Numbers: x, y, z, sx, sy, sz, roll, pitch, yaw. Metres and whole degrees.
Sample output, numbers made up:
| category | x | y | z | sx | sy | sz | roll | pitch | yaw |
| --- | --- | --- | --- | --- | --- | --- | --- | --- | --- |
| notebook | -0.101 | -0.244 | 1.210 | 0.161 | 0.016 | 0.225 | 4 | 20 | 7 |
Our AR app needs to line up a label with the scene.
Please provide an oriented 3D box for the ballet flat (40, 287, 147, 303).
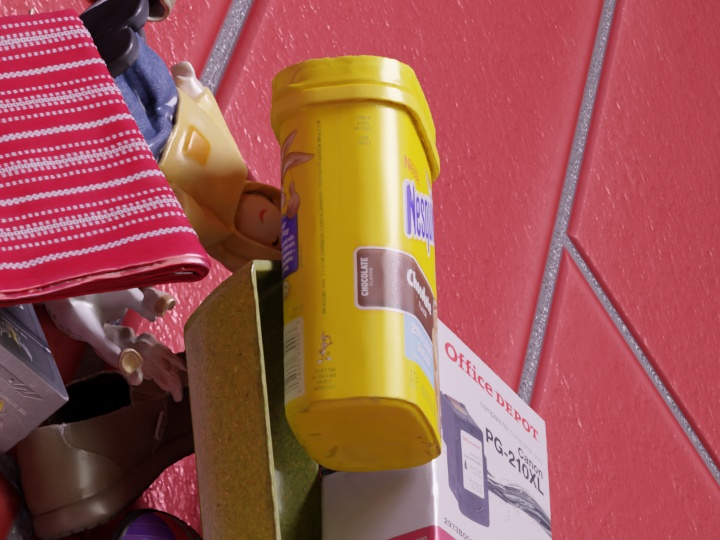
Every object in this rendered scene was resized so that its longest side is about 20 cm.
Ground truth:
| category | x | y | z | sx | sy | sz | roll | pitch | yaw |
| --- | --- | --- | --- | --- | --- | --- | --- | --- | --- |
| ballet flat | -0.150 | -0.012 | 1.752 | 0.200 | 0.067 | 0.064 | -12 | 108 | -64 |

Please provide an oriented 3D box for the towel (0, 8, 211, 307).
| category | x | y | z | sx | sy | sz | roll | pitch | yaw |
| --- | --- | --- | --- | --- | --- | --- | --- | --- | --- |
| towel | -0.175 | -0.061 | 1.529 | 0.144 | 0.023 | 0.200 | -8 | 51 | -29 |

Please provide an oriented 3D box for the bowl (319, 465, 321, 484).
| category | x | y | z | sx | sy | sz | roll | pitch | yaw |
| --- | --- | --- | --- | --- | --- | --- | --- | --- | --- |
| bowl | -0.011 | 0.133 | 1.870 | 0.201 | 0.094 | 0.202 | 45 | 34 | -41 |

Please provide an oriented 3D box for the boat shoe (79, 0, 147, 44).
| category | x | y | z | sx | sy | sz | roll | pitch | yaw |
| --- | --- | --- | --- | --- | --- | --- | --- | --- | --- |
| boat shoe | -0.167 | -0.108 | 1.752 | 0.200 | 0.072 | 0.065 | -71 | 174 | -64 |

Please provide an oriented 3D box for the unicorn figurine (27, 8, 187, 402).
| category | x | y | z | sx | sy | sz | roll | pitch | yaw |
| --- | --- | --- | --- | --- | --- | --- | --- | --- | --- |
| unicorn figurine | -0.162 | -0.022 | 1.597 | 0.137 | 0.074 | 0.201 | 33 | -40 | 57 |

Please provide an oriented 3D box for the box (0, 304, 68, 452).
| category | x | y | z | sx | sy | sz | roll | pitch | yaw |
| --- | --- | --- | --- | --- | --- | --- | --- | --- | --- |
| box | -0.245 | -0.016 | 1.522 | 0.200 | 0.048 | 0.159 | 44 | 13 | -42 |

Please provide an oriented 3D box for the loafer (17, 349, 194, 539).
| category | x | y | z | sx | sy | sz | roll | pitch | yaw |
| --- | --- | --- | --- | --- | --- | --- | --- | --- | --- |
| loafer | -0.134 | 0.085 | 1.689 | 0.068 | 0.076 | 0.200 | 68 | 25 | -13 |

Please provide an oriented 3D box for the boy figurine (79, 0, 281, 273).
| category | x | y | z | sx | sy | sz | roll | pitch | yaw |
| --- | --- | --- | --- | --- | --- | --- | --- | --- | --- |
| boy figurine | -0.100 | -0.061 | 1.709 | 0.200 | 0.064 | 0.125 | 52 | 31 | -30 |

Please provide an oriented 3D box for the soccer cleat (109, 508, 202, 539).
| category | x | y | z | sx | sy | sz | roll | pitch | yaw |
| --- | --- | --- | --- | --- | --- | --- | --- | --- | --- |
| soccer cleat | -0.077 | 0.201 | 1.666 | 0.068 | 0.073 | 0.200 | -57 | 139 | -22 |

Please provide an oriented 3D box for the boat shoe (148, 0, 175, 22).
| category | x | y | z | sx | sy | sz | roll | pitch | yaw |
| --- | --- | --- | --- | --- | --- | --- | --- | --- | --- |
| boat shoe | -0.172 | -0.231 | 1.865 | 0.200 | 0.074 | 0.069 | 40 | 32 | -46 |

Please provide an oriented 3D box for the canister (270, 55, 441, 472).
| category | x | y | z | sx | sy | sz | roll | pitch | yaw |
| --- | --- | --- | --- | --- | --- | --- | --- | --- | --- |
| canister | 0.000 | 0.000 | 1.670 | 0.149 | 0.086 | 0.201 | 64 | 23 | -69 |

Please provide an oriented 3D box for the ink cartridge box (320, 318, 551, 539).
| category | x | y | z | sx | sy | sz | roll | pitch | yaw |
| --- | --- | --- | --- | --- | --- | --- | --- | --- | --- |
| ink cartridge box | 0.047 | 0.149 | 1.764 | 0.145 | 0.084 | 0.201 | 44 | 35 | -43 |

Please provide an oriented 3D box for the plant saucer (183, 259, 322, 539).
| category | x | y | z | sx | sy | sz | roll | pitch | yaw |
| --- | --- | --- | --- | --- | --- | --- | --- | --- | --- |
| plant saucer | -0.059 | 0.096 | 1.648 | 0.200 | 0.048 | 0.201 | -1 | 85 | -84 |
